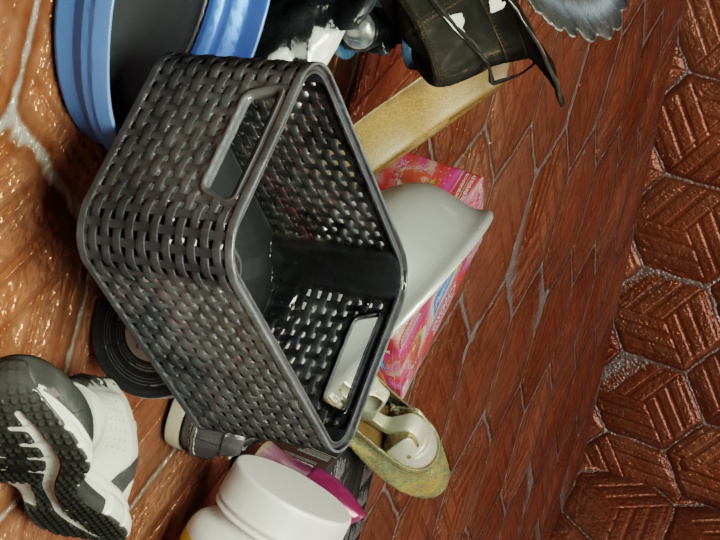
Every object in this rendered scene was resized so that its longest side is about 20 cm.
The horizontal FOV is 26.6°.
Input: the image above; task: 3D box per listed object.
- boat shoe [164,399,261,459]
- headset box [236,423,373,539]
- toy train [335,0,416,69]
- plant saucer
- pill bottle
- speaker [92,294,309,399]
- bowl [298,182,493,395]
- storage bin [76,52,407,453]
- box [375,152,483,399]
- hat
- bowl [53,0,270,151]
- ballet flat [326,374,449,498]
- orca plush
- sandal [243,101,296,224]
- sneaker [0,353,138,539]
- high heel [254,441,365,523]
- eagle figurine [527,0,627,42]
[{"bbox_3d":[-0.082,0.114,1.146,0.200,0.062,0.073,8,100,-74],"label":"boat shoe"},{"bbox_3d":[-0.054,0.201,1.312,0.200,0.077,0.150,-38,143,-62],"label":"headset box"},{"bbox_3d":[0.038,-0.222,1.139,0.200,0.086,0.115,-35,132,-59],"label":"toy train"},{"bbox_3d":[0.040,-0.114,1.144,0.199,0.036,0.200,-34,-179,1],"label":"plant saucer"},{"bbox_3d":[-0.093,0.242,1.093,0.201,0.114,0.114,-62,165,6],"label":"pill bottle"},{"bbox_3d":[-0.097,0.041,0.991,0.200,0.081,0.082,14,94,-75],"label":"speaker"},{"bbox_3d":[0.000,0.000,1.142,0.201,0.090,0.201,-46,-178,2],"label":"bowl"},{"bbox_3d":[-0.056,-0.007,0.828,0.201,0.093,0.136,66,38,-50],"label":"storage bin"},{"bbox_3d":[0.029,0.000,1.334,0.096,0.099,0.201,87,26,-51],"label":"box"},{"bbox_3d":[0.060,-0.168,0.991,0.081,0.202,0.200,-33,167,9],"label":"hat"},{"bbox_3d":[-0.103,-0.156,0.832,0.200,0.039,0.202,18,90,-74],"label":"bowl"},{"bbox_3d":[0.014,0.120,1.262,0.071,0.200,0.071,-42,-161,18],"label":"ballet flat"},{"bbox_3d":[-0.034,-0.202,0.960,0.071,0.105,0.201,30,92,-38],"label":"orca plush"},{"bbox_3d":[-0.076,-0.048,0.969,0.054,0.082,0.200,-25,169,-12],"label":"sandal"},{"bbox_3d":[-0.169,0.085,0.845,0.200,0.073,0.081,85,13,-63],"label":"sneaker"},{"bbox_3d":[-0.076,0.234,1.186,0.201,0.096,0.067,-60,167,14],"label":"high heel"},{"bbox_3d":[0.104,-0.256,0.970,0.152,0.150,0.201,-45,143,-42],"label":"eagle figurine"}]
